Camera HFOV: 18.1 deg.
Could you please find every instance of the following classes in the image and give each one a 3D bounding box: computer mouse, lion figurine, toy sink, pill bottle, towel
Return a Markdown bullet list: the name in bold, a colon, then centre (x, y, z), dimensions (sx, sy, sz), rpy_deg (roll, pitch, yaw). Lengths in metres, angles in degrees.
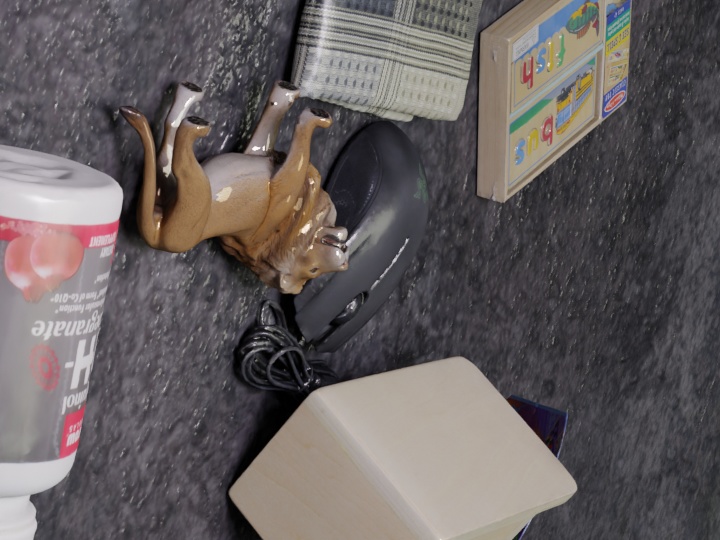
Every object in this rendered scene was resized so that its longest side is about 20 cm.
- **computer mouse**: centre (0.000, 0.000, 1.480), dimensions (0.138, 0.052, 0.201), rpy_deg (40, 71, -59)
- **lion figurine**: centre (-0.080, -0.043, 1.313), dimensions (0.199, 0.072, 0.123), rpy_deg (-1, 120, -46)
- **toy sink**: centre (0.030, 0.149, 1.505), dimensions (0.112, 0.131, 0.200), rpy_deg (-50, 161, 25)
- **pill bottle**: centre (-0.186, 0.044, 1.111), dimensions (0.110, 0.110, 0.202), rpy_deg (-7, 111, -59)
- **towel**: centre (0.026, -0.194, 1.450), dimensions (0.199, 0.034, 0.194), rpy_deg (4, 99, -59)

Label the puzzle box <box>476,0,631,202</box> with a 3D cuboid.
- **puzzle box**: centre (0.147, -0.150, 1.687), dimensions (0.200, 0.025, 0.134), rpy_deg (-40, 138, -46)

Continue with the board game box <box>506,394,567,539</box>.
- **board game box**: centre (0.078, 0.158, 1.646), dimensions (0.159, 0.039, 0.200), rpy_deg (-61, -167, -4)
